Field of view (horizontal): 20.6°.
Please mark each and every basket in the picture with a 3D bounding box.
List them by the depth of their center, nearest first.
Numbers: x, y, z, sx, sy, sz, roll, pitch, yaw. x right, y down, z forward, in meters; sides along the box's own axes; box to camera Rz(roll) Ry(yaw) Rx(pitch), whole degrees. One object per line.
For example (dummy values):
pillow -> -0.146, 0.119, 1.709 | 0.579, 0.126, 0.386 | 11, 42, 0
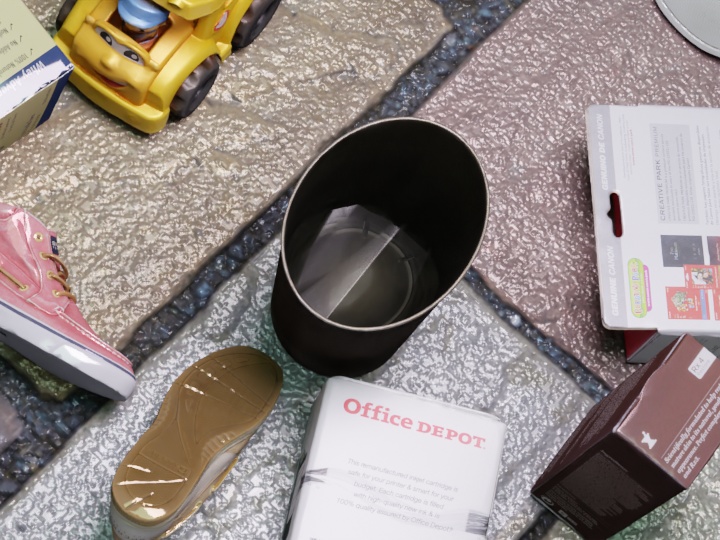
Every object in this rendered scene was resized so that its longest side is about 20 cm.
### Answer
basket -> 0.000, 0.000, 1.501 | 0.136, 0.200, 0.180 | 36, 66, 4

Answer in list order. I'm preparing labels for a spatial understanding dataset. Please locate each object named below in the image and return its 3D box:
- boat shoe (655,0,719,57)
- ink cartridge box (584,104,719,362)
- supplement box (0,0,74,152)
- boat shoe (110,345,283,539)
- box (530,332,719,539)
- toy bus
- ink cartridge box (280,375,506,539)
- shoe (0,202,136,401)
boat shoe -> 0.348, -0.213, 1.729 | 0.200, 0.076, 0.060 | 35, 29, 13
ink cartridge box -> 0.263, -0.030, 1.629 | 0.175, 0.084, 0.201 | 3, 69, -11
supplement box -> -0.363, -0.158, 1.507 | 0.200, 0.134, 0.200 | -39, 90, -21
boat shoe -> -0.129, 0.133, 1.498 | 0.074, 0.069, 0.200 | 34, 46, 10
box -> 0.210, 0.130, 1.496 | 0.075, 0.200, 0.100 | 39, 67, 4
toy bus -> -0.143, -0.234, 1.565 | 0.136, 0.192, 0.200 | 36, 69, 1
ink cartridge box -> 0.017, 0.198, 1.495 | 0.146, 0.084, 0.200 | 16, 68, -6
shoe -> -0.243, 0.016, 1.515 | 0.200, 0.071, 0.091 | 29, 73, 5
